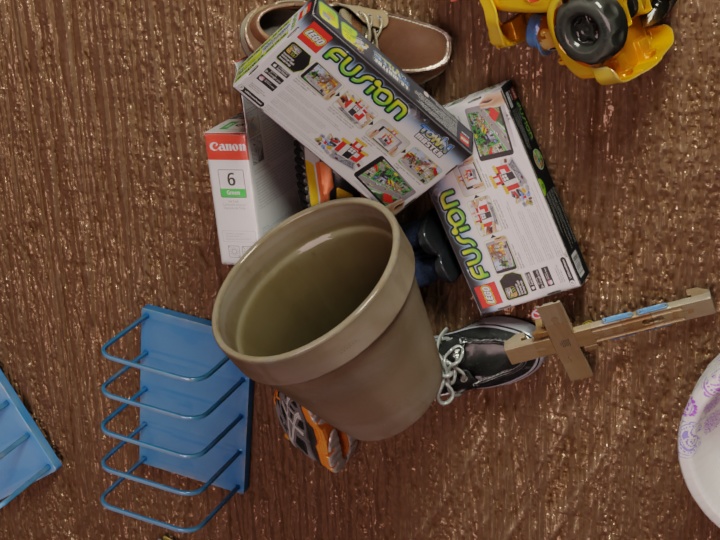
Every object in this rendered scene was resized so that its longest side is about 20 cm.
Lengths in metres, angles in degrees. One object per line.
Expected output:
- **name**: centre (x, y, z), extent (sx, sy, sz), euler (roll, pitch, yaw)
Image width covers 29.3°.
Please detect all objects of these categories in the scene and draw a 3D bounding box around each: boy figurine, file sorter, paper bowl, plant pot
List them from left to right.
- **file sorter**: centre (-0.487, 0.200, 1.644), extent (0.138, 0.123, 0.201), euler (-28, 98, 31)
- **file sorter**: centre (-0.205, 0.164, 1.510), extent (0.138, 0.123, 0.202), euler (13, 115, 18)
- **plant pot**: centre (-0.011, 0.062, 1.288), extent (0.199, 0.201, 0.174), euler (-16, 128, 28)
- **boy figurine**: centre (0.000, 0.000, 1.385), extent (0.199, 0.065, 0.125), euler (-19, 110, 27)
- **paper bowl**: centre (0.393, 0.149, 1.243), extent (0.199, 0.104, 0.202), euler (9, 114, 21)

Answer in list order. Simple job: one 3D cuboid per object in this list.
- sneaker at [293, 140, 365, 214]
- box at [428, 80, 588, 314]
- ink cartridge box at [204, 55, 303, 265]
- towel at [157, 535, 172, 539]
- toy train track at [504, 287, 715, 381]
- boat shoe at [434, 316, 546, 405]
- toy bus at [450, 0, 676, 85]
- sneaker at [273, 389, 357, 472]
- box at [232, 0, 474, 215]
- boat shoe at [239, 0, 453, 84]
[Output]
- **sneaker**: centre (-0.019, -0.154, 1.340), extent (0.089, 0.070, 0.202), euler (-3, 98, -11)
- **box**: centre (0.128, -0.067, 1.308), extent (0.109, 0.035, 0.201), euler (-17, 103, 29)
- **ink cartridge box**: centre (-0.106, -0.117, 1.359), extent (0.050, 0.109, 0.202), euler (2, 111, 23)
- **towel**: centre (-0.210, 0.428, 1.676), extent (0.143, 0.023, 0.201), euler (26, 119, 12)
- **toy train track**: centre (0.233, 0.047, 1.306), extent (0.199, 0.033, 0.115), euler (-15, 134, 17)
- **boat shoe**: centre (0.087, 0.093, 1.380), extent (0.198, 0.068, 0.074), euler (-3, 109, 25)
- **toy bus**: centre (0.153, -0.252, 1.186), extent (0.191, 0.136, 0.201), euler (-10, 109, 41)
- **sneaker**: centre (-0.057, 0.129, 1.437), extent (0.077, 0.078, 0.201), euler (19, 136, 29)
- **box**: centre (-0.004, -0.143, 1.241), extent (0.200, 0.035, 0.110), euler (39, 123, -23)
- **boat shoe**: centre (-0.010, -0.207, 1.260), extent (0.198, 0.072, 0.076), euler (1, 88, -9)
